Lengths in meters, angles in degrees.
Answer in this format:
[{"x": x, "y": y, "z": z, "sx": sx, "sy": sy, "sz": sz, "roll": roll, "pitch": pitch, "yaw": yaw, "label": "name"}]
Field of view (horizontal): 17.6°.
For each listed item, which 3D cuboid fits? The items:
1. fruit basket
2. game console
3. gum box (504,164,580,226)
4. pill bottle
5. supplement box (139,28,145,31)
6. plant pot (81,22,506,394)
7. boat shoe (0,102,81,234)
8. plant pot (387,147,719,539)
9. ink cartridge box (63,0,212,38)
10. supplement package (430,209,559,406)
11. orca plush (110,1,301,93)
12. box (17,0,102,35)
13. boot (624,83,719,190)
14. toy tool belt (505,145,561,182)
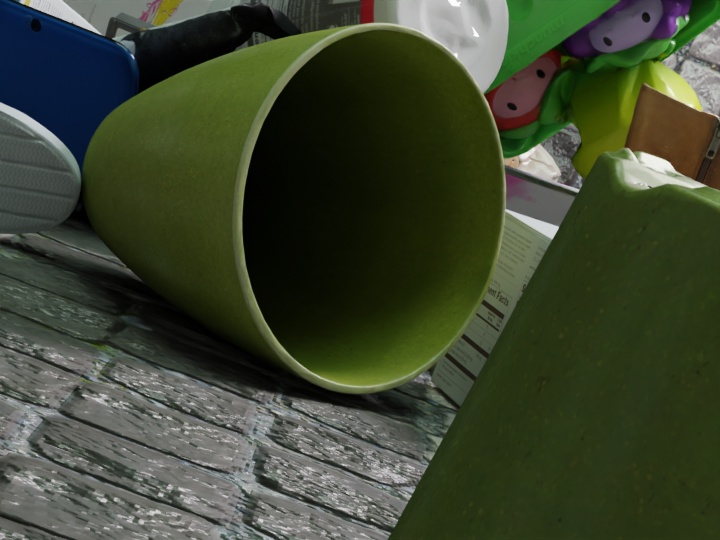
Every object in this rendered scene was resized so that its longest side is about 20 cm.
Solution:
[{"x": 0.158, "y": -0.123, "z": 1.561, "sx": 0.215, "sy": 0.217, "sz": 0.155, "roll": 24, "pitch": 9, "yaw": 31, "label": "fruit basket"}, {"x": -0.205, "y": -0.111, "z": 1.494, "sx": 0.199, "sy": 0.119, "sz": 0.170, "roll": 23, "pitch": 8, "yaw": 20, "label": "game console"}, {"x": 0.132, "y": -0.001, "z": 1.613, "sx": 0.199, "sy": 0.114, "sz": 0.066, "roll": 17, "pitch": 8, "yaw": -24, "label": "gum box"}, {"x": -0.010, "y": -0.154, "z": 1.501, "sx": 0.110, "sy": 0.112, "sz": 0.199, "roll": 13, "pitch": -9, "yaw": -43, "label": "pill bottle"}, {"x": -0.106, "y": -0.096, "z": 1.688, "sx": 0.108, "sy": 0.110, "sz": 0.200, "roll": 17, "pitch": 7, "yaw": -23, "label": "supplement box"}, {"x": -0.057, "y": -0.041, "z": 1.246, "sx": 0.186, "sy": 0.189, "sz": 0.199, "roll": 13, "pitch": -3, "yaw": -43, "label": "plant pot"}, {"x": -0.250, "y": -0.076, "z": 1.288, "sx": 0.198, "sy": 0.073, "sz": 0.071, "roll": 17, "pitch": 12, "yaw": -7, "label": "boat shoe"}, {"x": 0.088, "y": 0.077, "z": 0.601, "sx": 0.199, "sy": 0.191, "sz": 0.200, "roll": 21, "pitch": 7, "yaw": -3, "label": "plant pot"}, {"x": -0.164, "y": -0.172, "z": 1.952, "sx": 0.199, "sy": 0.147, "sz": 0.147, "roll": 22, "pitch": 8, "yaw": 13, "label": "ink cartridge box"}, {"x": 0.166, "y": 0.057, "z": 1.291, "sx": 0.199, "sy": 0.112, "sz": 0.156, "roll": 18, "pitch": 7, "yaw": -20, "label": "supplement package"}, {"x": -0.123, "y": -0.121, "z": 1.487, "sx": 0.199, "sy": 0.072, "sz": 0.105, "roll": -11, "pitch": 7, "yaw": 27, "label": "orca plush"}, {"x": -0.229, "y": -0.146, "z": 1.654, "sx": 0.049, "sy": 0.083, "sz": 0.200, "roll": 14, "pitch": -9, "yaw": 17, "label": "box"}, {"x": 0.147, "y": -0.015, "z": 1.407, "sx": 0.187, "sy": 0.202, "sz": 0.068, "roll": 19, "pitch": 7, "yaw": -7, "label": "boot"}, {"x": 0.124, "y": -0.115, "z": 2.440, "sx": 0.122, "sy": 0.126, "sz": 0.200, "roll": 27, "pitch": 4, "yaw": -17, "label": "toy tool belt"}]
